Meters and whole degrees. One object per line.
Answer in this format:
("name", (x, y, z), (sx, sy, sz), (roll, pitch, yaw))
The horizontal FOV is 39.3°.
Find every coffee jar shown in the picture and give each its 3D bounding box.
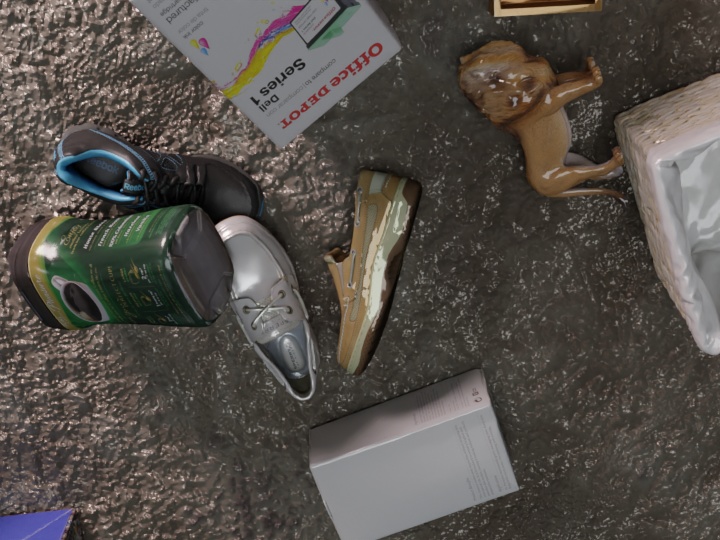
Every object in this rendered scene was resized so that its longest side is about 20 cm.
("coffee jar", (-0.221, 0.000, 0.919), (0.196, 0.086, 0.105), (-3, 132, 25))

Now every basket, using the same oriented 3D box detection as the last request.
("basket", (0.353, -0.069, 0.915), (0.197, 0.161, 0.201), (-21, 111, 5))

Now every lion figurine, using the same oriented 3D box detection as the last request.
("lion figurine", (0.172, -0.126, 0.933), (0.120, 0.073, 0.202), (-19, 116, 13))

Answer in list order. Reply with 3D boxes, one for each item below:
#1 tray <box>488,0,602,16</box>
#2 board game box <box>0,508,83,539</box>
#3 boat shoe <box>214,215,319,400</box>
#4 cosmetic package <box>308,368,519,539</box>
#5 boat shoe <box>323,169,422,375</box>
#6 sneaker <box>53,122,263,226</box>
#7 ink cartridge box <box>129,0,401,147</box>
("tray", (0.161, -0.328, 0.870), (0.096, 0.037, 0.204), (-3, 111, -1))
("board game box", (-0.375, 0.376, 1.090), (0.156, 0.097, 0.204), (-6, 112, 0))
("boat shoe", (-0.083, 0.040, 0.968), (0.070, 0.070, 0.202), (-25, 122, 1))
("cosmetic package", (0.054, 0.196, 1.049), (0.196, 0.081, 0.115), (-18, 111, 6))
("boat shoe", (0.000, 0.000, 0.983), (0.075, 0.072, 0.204), (17, 103, 6))
("sneaker", (-0.186, -0.074, 0.929), (0.196, 0.082, 0.075), (14, 108, -10))
("ink cartridge box", (-0.078, -0.221, 0.834), (0.144, 0.085, 0.200), (-37, 135, 12))
